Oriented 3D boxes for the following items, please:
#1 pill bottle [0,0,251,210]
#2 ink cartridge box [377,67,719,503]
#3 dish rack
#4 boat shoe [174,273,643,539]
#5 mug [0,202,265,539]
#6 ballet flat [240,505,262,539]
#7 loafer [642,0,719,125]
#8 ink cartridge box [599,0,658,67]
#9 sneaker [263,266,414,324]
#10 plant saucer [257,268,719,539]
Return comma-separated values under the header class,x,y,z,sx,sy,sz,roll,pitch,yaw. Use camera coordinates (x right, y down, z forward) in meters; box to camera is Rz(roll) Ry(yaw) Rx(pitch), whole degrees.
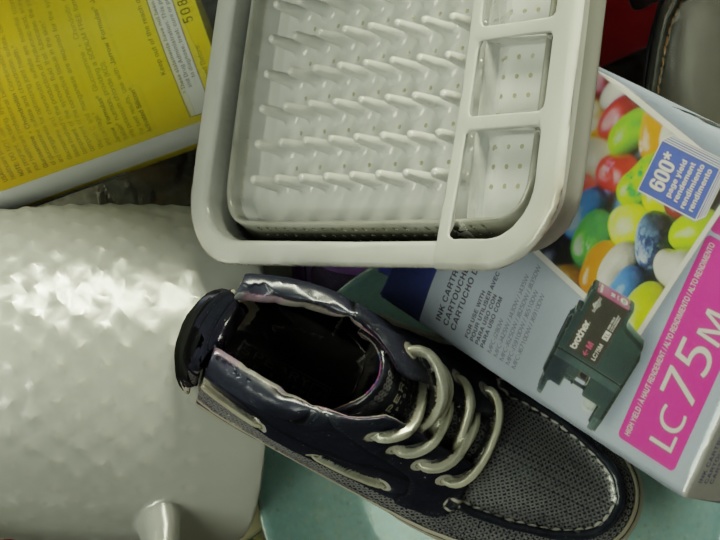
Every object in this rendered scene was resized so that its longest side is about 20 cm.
class,x,y,z,sx,sy,sz,roll,pitch,yaw
pill bottle,-0.141,-0.089,0.870,0.199,0.112,0.113,-19,86,0
ink cartridge box,0.082,-0.013,0.730,0.200,0.042,0.120,34,105,44
dish rack,0.019,-0.083,0.748,0.199,0.043,0.173,1,82,46
boat shoe,0.023,0.061,0.748,0.199,0.093,0.075,20,81,-4
mug,-0.135,0.065,0.830,0.148,0.174,0.201,109,158,-51
ballet flat,-0.129,0.077,0.961,0.199,0.069,0.070,20,109,31
loafer,0.145,-0.016,0.744,0.072,0.072,0.201,-8,95,14
ink cartridge box,0.082,-0.188,0.773,0.116,0.067,0.201,-23,84,37
sneaker,0.000,0.000,0.873,0.083,0.081,0.201,14,115,16
plant saucer,0.056,0.085,0.829,0.200,0.039,0.202,1,93,10
